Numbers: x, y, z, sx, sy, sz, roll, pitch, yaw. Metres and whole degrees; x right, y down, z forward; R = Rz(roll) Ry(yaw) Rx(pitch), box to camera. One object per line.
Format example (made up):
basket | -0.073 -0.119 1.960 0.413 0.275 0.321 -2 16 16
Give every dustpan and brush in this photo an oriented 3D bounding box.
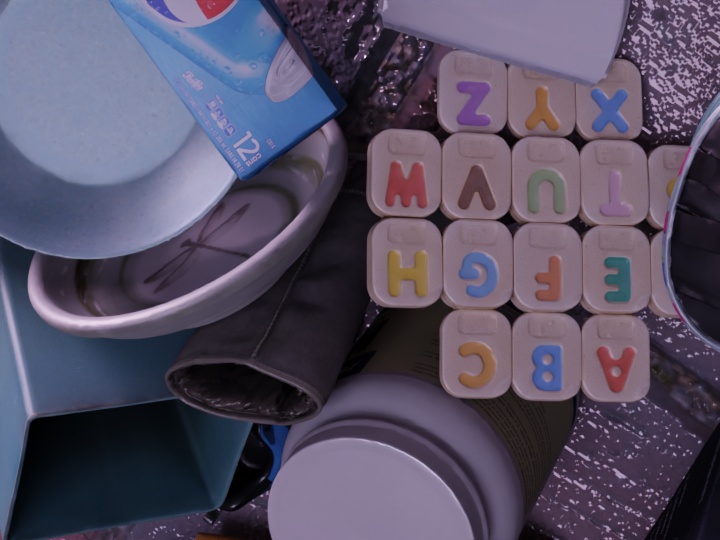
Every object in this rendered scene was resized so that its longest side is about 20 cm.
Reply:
dustpan and brush | 0.101 -0.214 0.935 0.139 0.057 0.200 16 121 -5

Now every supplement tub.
supplement tub | 0.040 0.104 1.021 0.145 0.200 0.145 9 117 18

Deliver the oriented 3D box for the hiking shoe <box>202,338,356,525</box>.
hiking shoe | -0.053 0.070 1.111 0.074 0.087 0.200 19 120 13

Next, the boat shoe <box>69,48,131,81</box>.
boat shoe | -0.187 -0.124 1.056 0.200 0.075 0.062 10 138 46

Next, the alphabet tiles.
alphabet tiles | 0.102 -0.026 0.958 0.200 0.015 0.196 2 81 -10

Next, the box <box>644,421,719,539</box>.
box | 0.215 0.209 0.998 0.124 0.200 0.197 27 121 7

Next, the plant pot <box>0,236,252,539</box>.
plant pot | -0.167 0.038 1.069 0.141 0.141 0.200 113 143 -48

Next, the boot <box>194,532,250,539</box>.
boot | -0.048 0.204 1.181 0.144 0.071 0.201 20 124 13

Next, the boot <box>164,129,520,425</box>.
boot | 0.002 0.002 0.987 0.182 0.200 0.073 -6 122 27

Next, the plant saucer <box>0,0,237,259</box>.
plant saucer | -0.148 -0.108 0.949 0.201 0.039 0.201 1 99 5

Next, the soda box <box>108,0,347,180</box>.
soda box | -0.091 -0.146 0.884 0.064 0.068 0.200 -36 94 8

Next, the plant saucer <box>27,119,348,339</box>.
plant saucer | -0.091 -0.019 0.982 0.200 0.200 0.050 -12 125 27

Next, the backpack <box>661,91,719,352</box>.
backpack | 0.261 -0.026 0.897 0.200 0.151 0.178 15 114 7
